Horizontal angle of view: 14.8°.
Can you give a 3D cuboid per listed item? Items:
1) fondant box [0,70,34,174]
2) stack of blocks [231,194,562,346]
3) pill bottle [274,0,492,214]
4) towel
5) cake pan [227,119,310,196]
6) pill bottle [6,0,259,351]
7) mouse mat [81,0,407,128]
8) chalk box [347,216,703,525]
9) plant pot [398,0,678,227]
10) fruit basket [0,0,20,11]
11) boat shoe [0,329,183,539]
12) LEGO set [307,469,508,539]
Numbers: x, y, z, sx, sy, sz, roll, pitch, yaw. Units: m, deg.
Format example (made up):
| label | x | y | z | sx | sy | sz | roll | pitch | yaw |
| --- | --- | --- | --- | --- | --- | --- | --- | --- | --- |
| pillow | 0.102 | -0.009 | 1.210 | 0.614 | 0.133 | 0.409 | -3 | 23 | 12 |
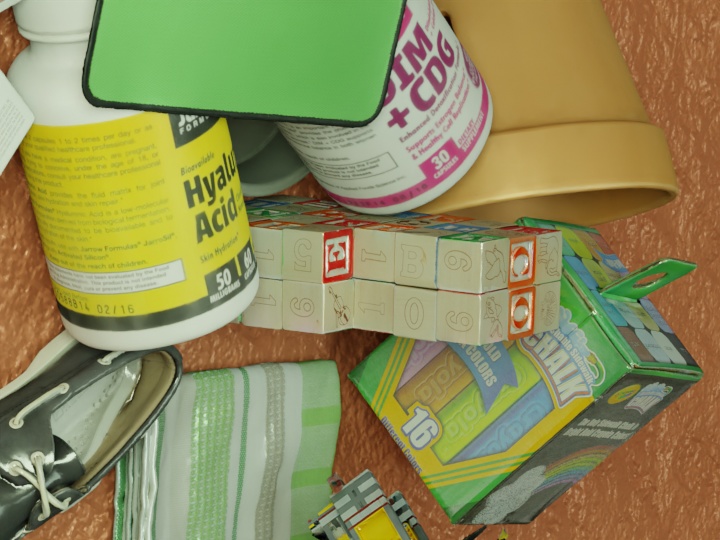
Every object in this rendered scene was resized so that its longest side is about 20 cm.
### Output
| label | x | y | z | sx | sy | sz | roll | pitch | yaw |
| --- | --- | --- | --- | --- | --- | --- | --- | --- | --- |
| fondant box | -0.255 | -0.083 | 1.317 | 0.145 | 0.058 | 0.200 | -62 | 141 | -27 |
| stack of blocks | 0.000 | 0.000 | 1.568 | 0.115 | 0.200 | 0.059 | -11 | 105 | -55 |
| pill bottle | -0.015 | -0.131 | 1.533 | 0.200 | 0.113 | 0.114 | 52 | 55 | -45 |
| towel | -0.073 | 0.131 | 1.635 | 0.200 | 0.031 | 0.150 | -6 | 102 | -54 |
| cake pan | -0.067 | -0.144 | 1.589 | 0.200 | 0.037 | 0.201 | -14 | 108 | -53 |
| pill bottle | -0.124 | -0.068 | 1.457 | 0.111 | 0.111 | 0.201 | -39 | 126 | -45 |
| mouse mat | -0.049 | -0.155 | 1.409 | 0.200 | 0.008 | 0.161 | 2 | 106 | -40 |
| chalk box | 0.118 | 0.049 | 1.708 | 0.200 | 0.124 | 0.124 | -43 | 159 | 17 |
| plant pot | 0.087 | -0.098 | 1.698 | 0.200 | 0.200 | 0.140 | 1 | 79 | -55 |
| fruit basket | -0.148 | -0.234 | 1.343 | 0.200 | 0.094 | 0.186 | -26 | 119 | -6 |
| boat shoe | -0.168 | 0.098 | 1.468 | 0.200 | 0.060 | 0.074 | -44 | 131 | -41 |
| LEGO set | 0.002 | 0.203 | 1.681 | 0.154 | 0.116 | 0.200 | -40 | 151 | 15 |
